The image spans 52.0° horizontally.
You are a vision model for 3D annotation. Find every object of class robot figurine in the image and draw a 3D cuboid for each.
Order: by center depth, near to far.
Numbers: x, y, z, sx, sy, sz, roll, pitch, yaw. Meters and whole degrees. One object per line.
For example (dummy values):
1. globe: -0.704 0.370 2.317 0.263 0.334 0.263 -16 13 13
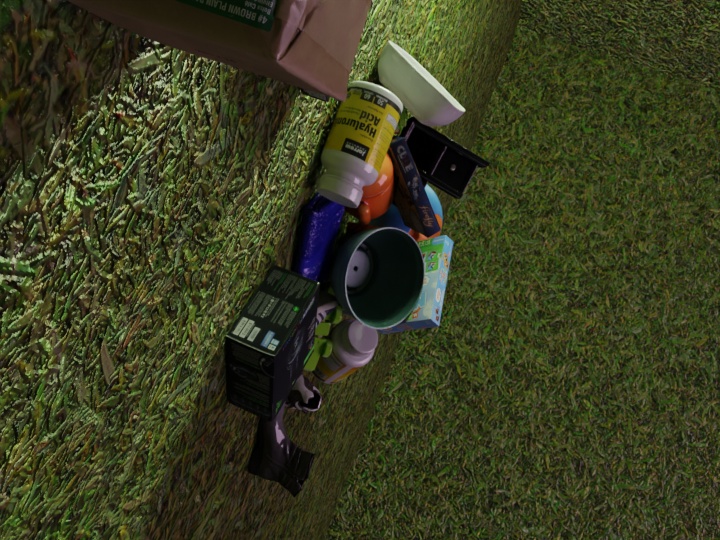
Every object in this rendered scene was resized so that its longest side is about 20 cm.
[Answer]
1. robot figurine: 0.010 -0.179 1.464 0.144 0.116 0.201 -50 165 -15

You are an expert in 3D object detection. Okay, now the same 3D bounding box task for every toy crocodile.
1. toy crocodile: 0.064 -0.312 1.543 0.200 0.066 0.063 -75 167 -75
2. toy crocodile: -0.091 0.123 1.599 0.062 0.066 0.204 44 -60 61

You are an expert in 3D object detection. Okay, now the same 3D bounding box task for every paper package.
1. paper package: -0.106 -0.222 0.586 0.190 0.196 0.106 -19 128 -75

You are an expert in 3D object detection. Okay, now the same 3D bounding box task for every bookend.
1. bookend: 0.145 -0.197 1.619 0.203 0.196 0.092 -60 -174 6

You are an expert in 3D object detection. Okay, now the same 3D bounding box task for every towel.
1. towel: -0.079 -0.053 1.406 0.148 0.049 0.203 -56 162 -55

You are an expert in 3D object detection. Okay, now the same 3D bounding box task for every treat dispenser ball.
1. treat dispenser ball: 0.099 -0.124 1.771 0.201 0.197 0.205 20 90 -79

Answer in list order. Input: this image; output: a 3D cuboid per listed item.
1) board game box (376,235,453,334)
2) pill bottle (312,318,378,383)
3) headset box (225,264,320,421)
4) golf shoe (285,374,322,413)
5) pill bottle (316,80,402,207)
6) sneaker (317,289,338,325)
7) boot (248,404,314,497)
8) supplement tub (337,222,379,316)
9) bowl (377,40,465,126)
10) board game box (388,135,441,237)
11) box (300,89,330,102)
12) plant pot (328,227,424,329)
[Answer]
1. board game box: 0.115 0.031 1.577 0.036 0.149 0.204 38 53 -39
2. pill bottle: -0.038 0.180 1.685 0.200 0.108 0.110 -41 -163 54
3. headset box: -0.149 0.129 1.260 0.202 0.091 0.175 99 15 -45
4. golf shoe: -0.126 0.277 1.591 0.078 0.094 0.201 -42 160 -11
5. pill bottle: -0.006 -0.221 1.313 0.111 0.109 0.204 50 60 -77
6. sneaker: -0.109 0.098 1.469 0.199 0.074 0.086 -27 135 -61
7. boot: -0.151 0.365 1.554 0.070 0.129 0.204 -42 150 -65
8. supplement tub: 0.000 0.000 1.657 0.122 0.120 0.205 7 92 -79
9. bowl: 0.115 -0.369 1.508 0.075 0.200 0.200 -45 176 17
10. board game box: 0.090 -0.175 1.499 0.203 0.034 0.135 66 -10 -20
11. box: -0.048 -0.357 1.030 0.200 0.047 0.161 75 36 -72
12. plant pot: 0.016 0.005 1.514 0.197 0.133 0.205 -8 104 -33
